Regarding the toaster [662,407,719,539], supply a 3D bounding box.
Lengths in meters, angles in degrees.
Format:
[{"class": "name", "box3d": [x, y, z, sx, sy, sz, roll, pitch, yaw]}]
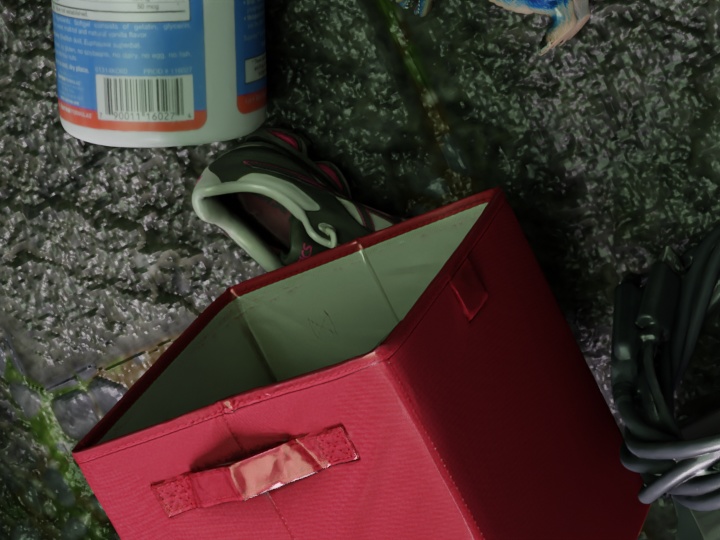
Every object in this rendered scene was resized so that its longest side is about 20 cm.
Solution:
[{"class": "toaster", "box3d": [0.215, 0.115, 0.823, 0.129, 0.200, 0.114, -30, 102, 8]}]

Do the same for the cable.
[{"class": "cable", "box3d": [0.191, 0.037, 0.803, 0.163, 0.200, 0.051, -18, 120, 21]}]

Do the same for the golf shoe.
[{"class": "golf shoe", "box3d": [0.000, 0.000, 0.929, 0.200, 0.088, 0.077, 29, 114, 12]}]

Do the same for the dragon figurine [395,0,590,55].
[{"class": "dragon figurine", "box3d": [0.094, -0.174, 0.850, 0.099, 0.059, 0.200, 49, 119, 3]}]

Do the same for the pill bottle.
[{"class": "pill bottle", "box3d": [-0.106, -0.171, 0.909, 0.112, 0.112, 0.200, 6, 107, 22]}]

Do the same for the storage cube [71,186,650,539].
[{"class": "storage cube", "box3d": [0.011, 0.094, 0.815, 0.171, 0.200, 0.180, -20, 105, 28]}]
